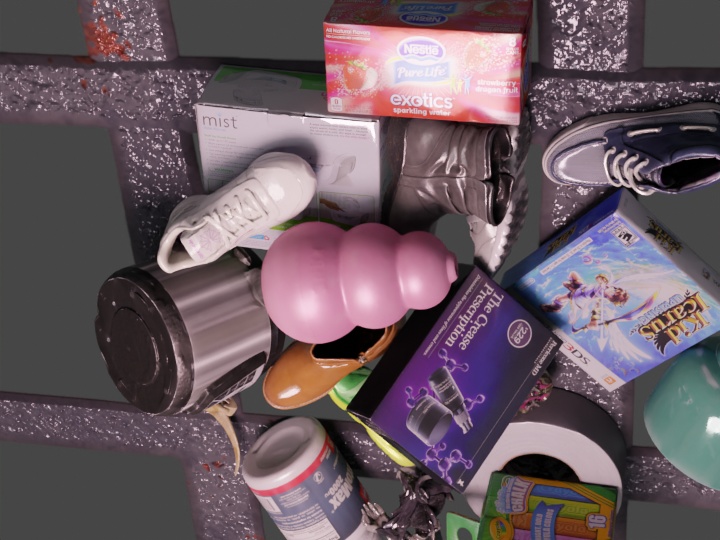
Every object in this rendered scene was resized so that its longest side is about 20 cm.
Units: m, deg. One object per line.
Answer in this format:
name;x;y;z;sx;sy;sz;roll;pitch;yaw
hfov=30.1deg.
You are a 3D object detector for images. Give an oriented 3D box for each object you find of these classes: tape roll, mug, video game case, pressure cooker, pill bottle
tape roll;0.221;0.238;1.623;0.197;0.066;0.202;7;126;10
mug;0.408;0.140;1.461;0.152;0.184;0.115;38;127;17
video game case;0.276;0.027;1.448;0.181;0.046;0.200;38;137;-13
pressure cooker;-0.180;0.056;1.530;0.175;0.199;0.181;28;125;36
pill bottle;-0.053;0.296;1.709;0.118;0.120;0.201;-18;119;26

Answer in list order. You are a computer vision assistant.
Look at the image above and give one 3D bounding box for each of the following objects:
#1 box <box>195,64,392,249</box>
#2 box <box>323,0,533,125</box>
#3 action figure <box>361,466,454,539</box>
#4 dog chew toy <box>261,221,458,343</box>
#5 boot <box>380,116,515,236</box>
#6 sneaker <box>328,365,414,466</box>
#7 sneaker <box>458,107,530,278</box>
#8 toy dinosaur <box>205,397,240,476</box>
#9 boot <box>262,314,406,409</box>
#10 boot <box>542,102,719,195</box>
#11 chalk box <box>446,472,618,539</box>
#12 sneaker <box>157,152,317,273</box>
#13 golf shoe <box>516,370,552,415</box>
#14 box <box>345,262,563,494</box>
box;-0.065;-0.114;1.433;0.197;0.097;0.178;6;126;12
box;0.068;-0.214;1.324;0.197;0.096;0.101;6;125;12
action figure;0.060;0.296;1.664;0.102;0.118;0.201;39;152;30
dog chew toy;0.001;0.007;1.372;0.197;0.125;0.126;-6;123;14
boot;0.090;-0.067;1.373;0.131;0.070;0.202;23;135;30
sneaker;0.018;0.146;1.624;0.084;0.074;0.200;-43;103;8
sneaker;0.132;-0.087;1.423;0.081;0.075;0.202;13;119;20
toy dinosaur;-0.187;0.162;1.704;0.201;0.058;0.101;50;138;-11
boot;-0.036;0.099;1.498;0.198;0.155;0.077;-25;88;8
boot;0.273;-0.112;1.341;0.198;0.091;0.073;-14;120;24
chalk box;0.196;0.328;1.574;0.197;0.124;0.126;5;126;12
sneaker;-0.127;-0.050;1.376;0.199;0.100;0.075;-26;113;30
golf shoe;0.122;0.123;1.556;0.197;0.093;0.073;-4;138;1
box;0.103;0.113;1.444;0.141;0.201;0.079;39;169;-20
